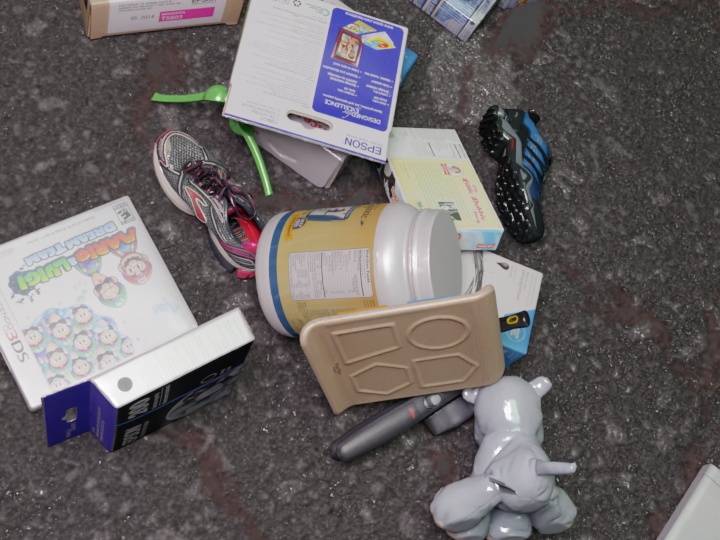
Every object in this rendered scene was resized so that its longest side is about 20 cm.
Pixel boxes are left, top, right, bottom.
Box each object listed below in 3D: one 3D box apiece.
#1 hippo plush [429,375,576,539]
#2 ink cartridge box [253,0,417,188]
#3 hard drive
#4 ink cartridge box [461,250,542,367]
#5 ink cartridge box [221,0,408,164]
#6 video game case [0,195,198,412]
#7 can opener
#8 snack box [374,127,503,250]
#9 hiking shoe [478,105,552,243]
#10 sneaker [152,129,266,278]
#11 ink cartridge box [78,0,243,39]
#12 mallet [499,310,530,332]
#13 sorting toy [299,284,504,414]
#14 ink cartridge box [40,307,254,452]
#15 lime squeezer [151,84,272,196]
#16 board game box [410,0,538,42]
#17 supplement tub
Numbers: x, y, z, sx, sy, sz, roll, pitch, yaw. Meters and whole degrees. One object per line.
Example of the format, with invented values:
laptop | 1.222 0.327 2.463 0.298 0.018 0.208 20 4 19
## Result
hippo plush | 0.149 0.203 1.050 0.159 0.200 0.161 -12 54 7
ink cartridge box | -0.042 -0.227 1.185 0.145 0.084 0.200 34 64 -2
hard drive | 0.429 0.357 1.150 0.132 0.027 0.200 44 64 2
ink cartridge box | 0.112 0.028 1.148 0.200 0.067 0.116 21 64 -9
ink cartridge box | -0.053 -0.230 1.113 0.197 0.047 0.200 15 67 -12
video game case | -0.307 0.031 1.032 0.200 0.024 0.182 -26 80 -25
can opener | 0.055 0.166 1.078 0.200 0.063 0.079 -23 79 -25
snack box | 0.090 -0.105 1.165 0.116 0.037 0.200 0 45 -18
hiking shoe | 0.224 -0.133 1.243 0.087 0.074 0.200 -4 71 -19
sneaker | -0.166 -0.088 1.097 0.081 0.075 0.200 -37 84 -26
ink cartridge box | -0.262 -0.391 1.181 0.200 0.075 0.165 -13 73 -23
mallet | 0.099 0.069 1.077 0.041 0.200 0.066 33 41 -49
sorting toy | 0.050 0.082 0.990 0.200 0.185 0.037 -13 55 4
ink cartridge box | -0.213 0.125 0.931 0.200 0.198 0.043 -24 76 -24
lime squeezer | -0.163 -0.176 1.114 0.200 0.038 0.071 40 91 13
board game box | 0.169 -0.435 1.348 0.200 0.062 0.200 35 63 -2
supplement tub | 0.000 0.000 1.034 0.200 0.145 0.145 -3 66 21
